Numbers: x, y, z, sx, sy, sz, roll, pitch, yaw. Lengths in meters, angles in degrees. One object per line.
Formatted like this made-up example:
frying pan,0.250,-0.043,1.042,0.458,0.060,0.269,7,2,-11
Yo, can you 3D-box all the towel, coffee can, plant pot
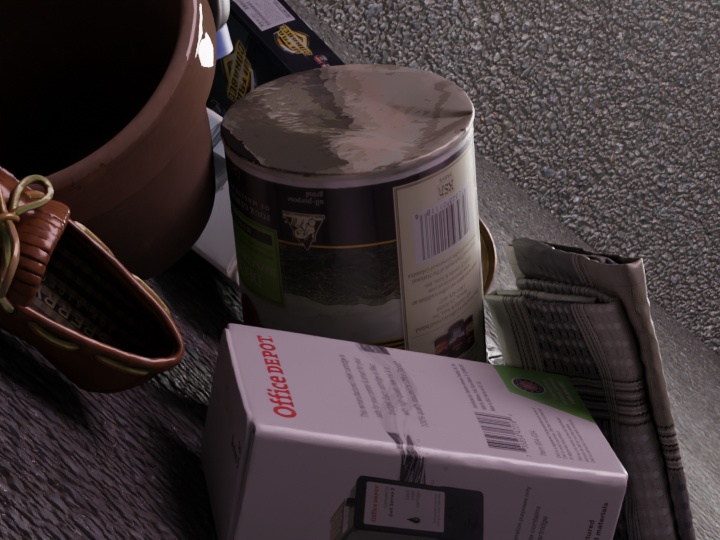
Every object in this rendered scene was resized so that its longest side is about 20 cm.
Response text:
towel,0.127,0.081,1.427,0.193,0.034,0.201,-166,-116,-73
coffee can,0.000,0.000,1.475,0.146,0.146,0.201,-121,-157,-59
plant pot,-0.159,-0.077,1.404,0.200,0.200,0.175,49,-8,33

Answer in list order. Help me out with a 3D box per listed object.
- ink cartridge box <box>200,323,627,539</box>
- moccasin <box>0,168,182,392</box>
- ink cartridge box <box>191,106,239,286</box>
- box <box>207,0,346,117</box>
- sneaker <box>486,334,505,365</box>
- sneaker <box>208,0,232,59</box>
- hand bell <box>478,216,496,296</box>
ink cartridge box,0.022,0.103,1.335,0.199,0.084,0.146,9,18,-12
moccasin,-0.169,-0.008,1.239,0.078,0.074,0.201,-11,-48,47
ink cartridge box,-0.077,-0.042,1.711,0.200,0.083,0.147,35,0,44
box,-0.054,-0.085,1.849,0.046,0.200,0.159,-25,59,-31
sneaker,0.079,0.087,1.662,0.114,0.076,0.199,30,13,-48
sneaker,-0.147,-0.183,1.510,0.070,0.078,0.200,-26,34,-37
hand bell,0.036,0.029,1.894,0.104,0.104,0.200,46,-20,13
